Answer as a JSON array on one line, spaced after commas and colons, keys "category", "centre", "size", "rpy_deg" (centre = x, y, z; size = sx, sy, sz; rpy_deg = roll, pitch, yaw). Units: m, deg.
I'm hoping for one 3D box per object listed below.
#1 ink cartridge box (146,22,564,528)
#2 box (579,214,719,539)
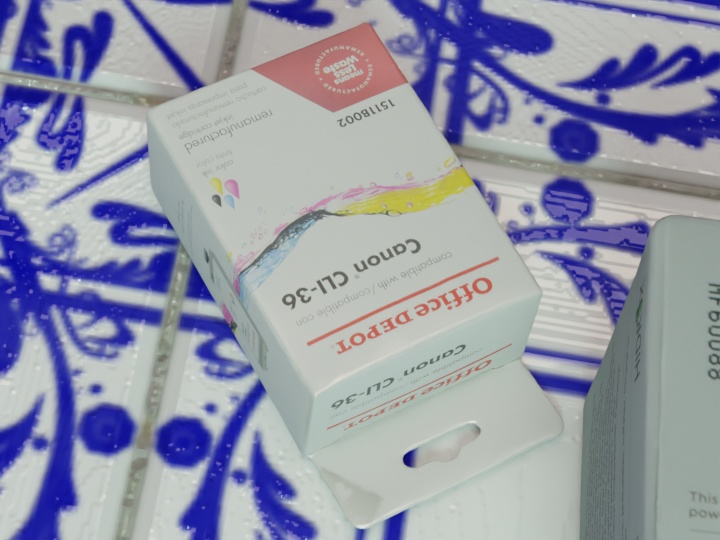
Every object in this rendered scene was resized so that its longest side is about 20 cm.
[{"category": "ink cartridge box", "centre": [0.000, 0.000, 0.883], "size": [0.116, 0.068, 0.200], "rpy_deg": [-24, 66, -17]}, {"category": "box", "centre": [0.192, 0.112, 0.778], "size": [0.199, 0.171, 0.200], "rpy_deg": [7, 61, -1]}]
